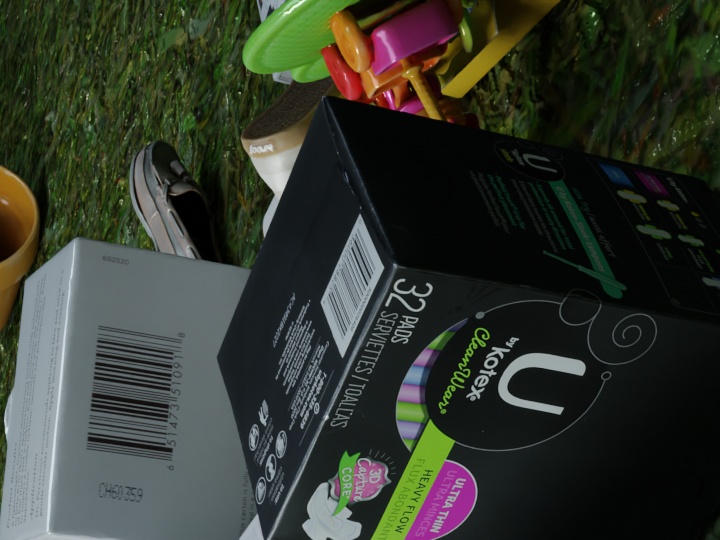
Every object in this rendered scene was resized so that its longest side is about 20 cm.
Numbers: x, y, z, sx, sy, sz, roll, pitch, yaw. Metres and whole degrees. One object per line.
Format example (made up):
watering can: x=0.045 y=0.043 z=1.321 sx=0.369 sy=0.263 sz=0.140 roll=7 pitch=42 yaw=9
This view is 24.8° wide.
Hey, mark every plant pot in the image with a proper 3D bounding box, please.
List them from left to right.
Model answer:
plant pot: x=-0.512 y=-0.010 z=2.102 sx=0.184 sy=0.197 sz=0.202 roll=102 pitch=163 yaw=-48

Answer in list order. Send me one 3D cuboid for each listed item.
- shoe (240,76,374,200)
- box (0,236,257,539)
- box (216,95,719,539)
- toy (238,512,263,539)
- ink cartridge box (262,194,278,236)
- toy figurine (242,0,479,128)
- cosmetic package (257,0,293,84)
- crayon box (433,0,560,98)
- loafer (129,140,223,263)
shoe: x=-0.007 y=-0.108 z=1.017 sx=0.069 sy=0.054 sz=0.200 roll=-9 pitch=28 yaw=40
box: x=-0.133 y=0.102 z=1.129 sx=0.130 sy=0.198 sz=0.202 roll=-26 pitch=57 yaw=59
box: x=0.061 y=0.035 z=0.703 sx=0.150 sy=0.198 sz=0.125 roll=-65 pitch=28 yaw=30
toy: x=-0.039 y=0.200 z=0.803 sx=0.200 sy=0.047 sz=0.116 roll=-55 pitch=51 yaw=52
ink cartridge box: x=0.000 y=0.000 z=1.028 sx=0.118 sy=0.067 sz=0.201 roll=-61 pitch=30 yaw=35
toy figurine: x=0.043 y=-0.059 z=0.854 sx=0.186 sy=0.149 sz=0.200 roll=62 pitch=169 yaw=4
cosmetic package: x=-0.047 y=-0.235 z=1.258 sx=0.083 sy=0.050 sz=0.201 roll=-60 pitch=30 yaw=37
crayon box: x=0.066 y=-0.194 z=0.975 sx=0.127 sy=0.050 sz=0.202 roll=141 pitch=135 yaw=-57
loafer: x=-0.148 y=-0.040 z=1.408 sx=0.063 sy=0.071 sz=0.202 roll=-42 pitch=47 yaw=31
